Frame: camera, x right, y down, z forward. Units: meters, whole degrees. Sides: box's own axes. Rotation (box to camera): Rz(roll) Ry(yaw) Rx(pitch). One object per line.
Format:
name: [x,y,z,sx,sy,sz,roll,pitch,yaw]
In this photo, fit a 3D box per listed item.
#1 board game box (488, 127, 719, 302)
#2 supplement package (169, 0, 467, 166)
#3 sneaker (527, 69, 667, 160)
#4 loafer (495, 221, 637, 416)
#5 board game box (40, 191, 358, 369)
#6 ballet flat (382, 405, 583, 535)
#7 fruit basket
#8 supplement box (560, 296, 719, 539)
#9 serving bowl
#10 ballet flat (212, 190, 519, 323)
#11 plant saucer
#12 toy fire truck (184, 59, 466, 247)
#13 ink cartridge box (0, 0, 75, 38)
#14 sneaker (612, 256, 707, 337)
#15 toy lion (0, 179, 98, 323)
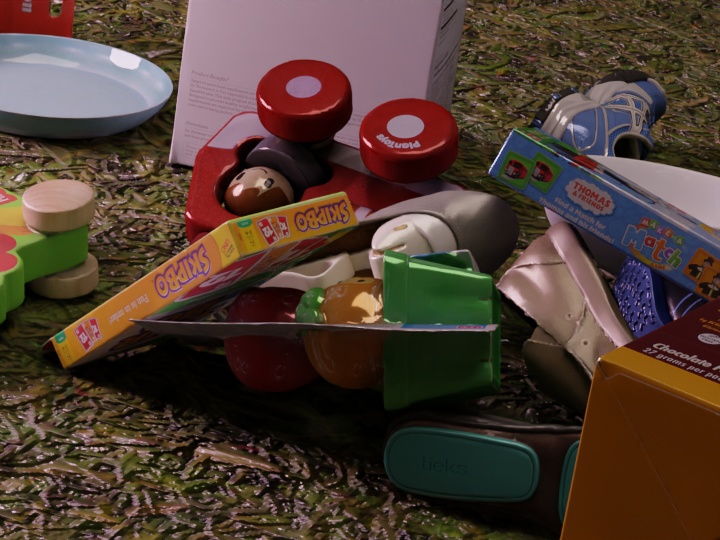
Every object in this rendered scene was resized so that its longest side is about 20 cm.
board game box: [0.180,-0.026,1.385,0.199,0.037,0.151,31,8,6]
supplement package: [-0.025,-0.175,1.678,0.190,0.201,0.147,12,23,8]
sneaker: [0.199,-0.106,1.785,0.077,0.076,0.200,41,33,15]
loafer: [0.138,0.061,1.314,0.067,0.076,0.200,-30,48,8]
board game box: [-0.098,0.010,1.300,0.095,0.030,0.200,-16,-8,-45]
ballet flat: [0.110,0.109,1.220,0.199,0.068,0.068,16,16,18]
fruit basket: [-0.017,0.030,1.276,0.199,0.094,0.185,6,-5,8]
supplement box: [0.197,0.125,1.036,0.132,0.198,0.200,23,25,31]
serving bowl: [0.220,-0.023,1.560,0.199,0.066,0.200,10,14,-3]
ballet flat: [0.000,0.000,1.374,0.199,0.068,0.064,-12,10,11]
plant saucer: [-0.247,-0.142,1.747,0.199,0.028,0.200,8,23,-3]
toy fire truck: [-0.030,-0.039,1.490,0.199,0.113,0.168,21,47,23]
ink cartridge box: [-0.335,-0.237,1.833,0.199,0.110,0.050,9,22,0]
sneaker: [0.213,0.052,1.403,0.078,0.070,0.200,15,21,-16]
toy lion: [-0.275,-0.017,1.402,0.191,0.069,0.200,-21,35,-37]
